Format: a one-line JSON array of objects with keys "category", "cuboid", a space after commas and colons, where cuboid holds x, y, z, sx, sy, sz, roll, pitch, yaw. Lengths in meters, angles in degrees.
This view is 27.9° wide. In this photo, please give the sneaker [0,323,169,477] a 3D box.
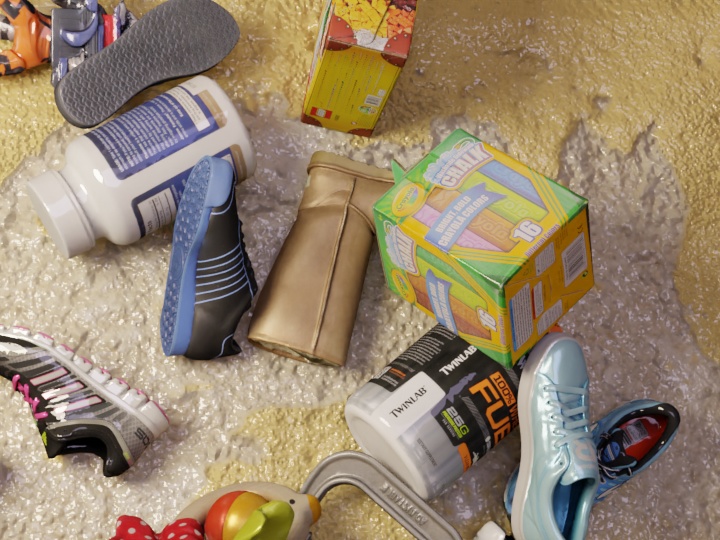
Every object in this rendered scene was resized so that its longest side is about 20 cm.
[{"category": "sneaker", "cuboid": [-0.277, 0.122, 1.314, 0.199, 0.074, 0.088, 30, 65, -5]}]

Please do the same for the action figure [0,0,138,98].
[{"category": "action figure", "cuboid": [-0.302, -0.256, 1.411, 0.193, 0.105, 0.201, 8, 95, -12]}]

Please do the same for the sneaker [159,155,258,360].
[{"category": "sneaker", "cuboid": [-0.131, -0.010, 1.344, 0.078, 0.070, 0.201, 4, 114, -25]}]

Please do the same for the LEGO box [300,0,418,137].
[{"category": "LEGO box", "cuboid": [0.003, -0.239, 1.403, 0.077, 0.200, 0.150, 12, 72, -6]}]

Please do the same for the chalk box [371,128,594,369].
[{"category": "chalk box", "cuboid": [0.094, -0.032, 1.310, 0.200, 0.125, 0.124, 32, 64, 32]}]

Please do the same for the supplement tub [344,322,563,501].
[{"category": "supplement tub", "cuboid": [0.094, 0.110, 1.355, 0.200, 0.123, 0.123, -39, 83, -17]}]

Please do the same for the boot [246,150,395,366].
[{"category": "boot", "cuboid": [0.000, 0.000, 1.407, 0.174, 0.066, 0.201, 15, 72, 4]}]

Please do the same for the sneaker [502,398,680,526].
[{"category": "sneaker", "cuboid": [0.220, 0.178, 1.373, 0.200, 0.090, 0.078, -35, 82, -13]}]

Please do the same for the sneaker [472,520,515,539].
[{"category": "sneaker", "cuboid": [0.157, 0.330, 1.335, 0.081, 0.075, 0.200, -38, 81, -4]}]

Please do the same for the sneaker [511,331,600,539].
[{"category": "sneaker", "cuboid": [0.188, 0.157, 1.294, 0.074, 0.082, 0.201, 2, 91, -31]}]

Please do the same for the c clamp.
[{"category": "c clamp", "cuboid": [0.006, 0.271, 1.316, 0.200, 0.027, 0.171, 46, 102, 14]}]

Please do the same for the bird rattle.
[{"category": "bird rattle", "cuboid": [-0.122, 0.246, 1.282, 0.163, 0.199, 0.113, -40, 117, -49]}]

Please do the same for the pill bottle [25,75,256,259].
[{"category": "pill bottle", "cuboid": [-0.208, -0.093, 1.371, 0.200, 0.111, 0.111, -30, 81, -17]}]

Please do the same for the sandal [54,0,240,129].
[{"category": "sandal", "cuboid": [-0.208, -0.204, 1.394, 0.200, 0.043, 0.076, -31, 98, -24]}]
